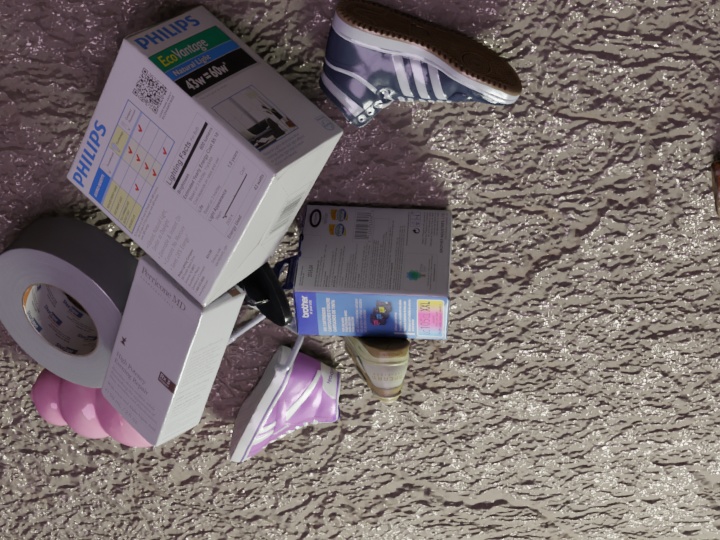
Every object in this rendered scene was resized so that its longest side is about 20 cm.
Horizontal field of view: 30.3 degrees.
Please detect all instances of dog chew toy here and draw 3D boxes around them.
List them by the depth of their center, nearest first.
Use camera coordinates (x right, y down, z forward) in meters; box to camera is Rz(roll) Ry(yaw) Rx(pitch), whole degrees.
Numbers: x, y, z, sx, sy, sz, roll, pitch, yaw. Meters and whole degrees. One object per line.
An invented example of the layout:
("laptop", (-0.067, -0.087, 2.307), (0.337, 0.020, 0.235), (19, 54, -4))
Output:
("dog chew toy", (-0.315, 0.154, 1.643), (0.197, 0.125, 0.125), (0, 133, 18))

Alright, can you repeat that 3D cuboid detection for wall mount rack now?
("wall mount rack", (-0.156, 0.053, 1.535), (0.199, 0.173, 0.075), (28, 88, -31))

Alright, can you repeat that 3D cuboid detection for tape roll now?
("tape roll", (-0.327, 0.038, 1.525), (0.198, 0.066, 0.202), (17, 133, 19))

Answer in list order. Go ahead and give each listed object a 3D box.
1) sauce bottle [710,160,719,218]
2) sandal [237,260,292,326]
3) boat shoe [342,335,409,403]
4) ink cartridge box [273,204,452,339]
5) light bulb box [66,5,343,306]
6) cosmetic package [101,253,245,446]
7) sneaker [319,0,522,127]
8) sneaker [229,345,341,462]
("sauce bottle", (0.463, -0.097, 1.363), (0.197, 0.066, 0.066), (-8, 131, 11))
("sandal", (-0.145, -0.011, 1.439), (0.201, 0.048, 0.076), (51, 155, 16))
("boat shoe", (0.018, 0.092, 1.497), (0.072, 0.201, 0.064), (-1, 101, -10))
("ink cartridge box", (0.000, 0.000, 1.450), (0.197, 0.137, 0.077), (4, 135, 3))
("light bulb box", (-0.158, -0.114, 1.320), (0.200, 0.125, 0.199), (42, 130, 9))
("cosmetic package", (-0.203, 0.078, 1.417), (0.101, 0.074, 0.202), (38, 129, 23))
("sneaker", (0.054, -0.185, 1.320), (0.198, 0.070, 0.109), (21, 127, -4))
("sneaker", (-0.089, 0.188, 1.679), (0.113, 0.073, 0.201), (21, 131, -17))
